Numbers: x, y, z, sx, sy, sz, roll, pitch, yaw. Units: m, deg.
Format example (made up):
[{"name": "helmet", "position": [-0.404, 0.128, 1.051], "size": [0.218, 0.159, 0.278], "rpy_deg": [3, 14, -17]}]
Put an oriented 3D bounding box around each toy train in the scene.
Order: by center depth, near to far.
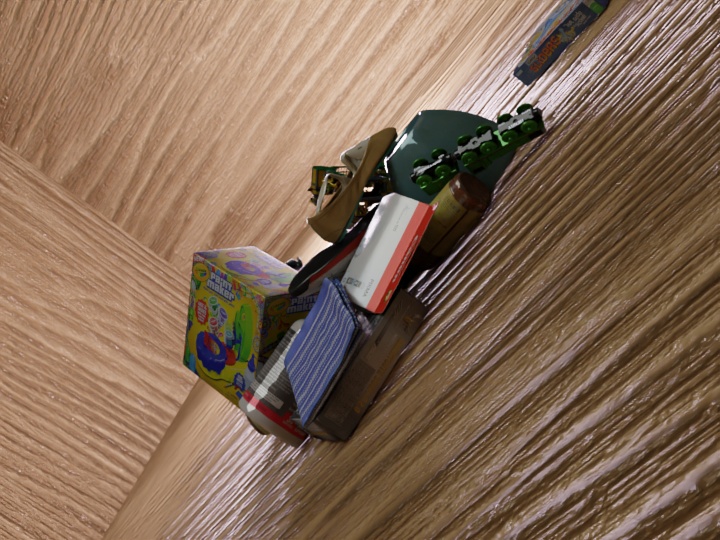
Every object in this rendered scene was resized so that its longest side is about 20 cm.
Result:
[{"name": "toy train", "position": [0.157, -0.157, 1.412], "size": [0.199, 0.056, 0.042], "rpy_deg": [-26, 55, 23]}]

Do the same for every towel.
[{"name": "towel", "position": [-0.053, 0.098, 1.366], "size": [0.146, 0.024, 0.200], "rpy_deg": [-61, 18, 11]}]

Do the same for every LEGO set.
[{"name": "LEGO set", "position": [0.015, -0.098, 1.666], "size": [0.199, 0.153, 0.117], "rpy_deg": [-11, -68, -46]}]

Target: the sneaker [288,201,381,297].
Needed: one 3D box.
[{"name": "sneaker", "position": [0.001, 0.000, 1.539], "size": [0.201, 0.108, 0.067], "rpy_deg": [-40, 21, -3]}]

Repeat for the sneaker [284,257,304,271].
[{"name": "sneaker", "position": [-0.166, 0.049, 1.778], "size": [0.199, 0.140, 0.078], "rpy_deg": [-36, 35, -1]}]

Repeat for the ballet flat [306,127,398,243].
[{"name": "ballet flat", "position": [-0.012, -0.135, 1.527], "size": [0.201, 0.063, 0.069], "rpy_deg": [-62, 12, -18]}]

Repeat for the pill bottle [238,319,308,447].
[{"name": "pill bottle", "position": [-0.075, 0.140, 1.520], "size": [0.201, 0.110, 0.111], "rpy_deg": [-55, 8, -4]}]

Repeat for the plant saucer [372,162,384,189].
[{"name": "plant saucer", "position": [0.108, -0.187, 1.819], "size": [0.199, 0.038, 0.200], "rpy_deg": [-33, -18, -12]}]

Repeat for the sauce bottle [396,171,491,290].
[{"name": "sauce bottle", "position": [0.096, -0.046, 1.452], "size": [0.200, 0.066, 0.066], "rpy_deg": [-47, 10, 32]}]

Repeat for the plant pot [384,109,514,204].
[{"name": "plant pot", "position": [0.115, -0.155, 1.549], "size": [0.201, 0.134, 0.200], "rpy_deg": [-53, 7, 10]}]

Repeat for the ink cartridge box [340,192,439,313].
[{"name": "ink cartridge box", "position": [0.030, -0.024, 1.400], "size": [0.161, 0.047, 0.200], "rpy_deg": [-63, 7, -5]}]

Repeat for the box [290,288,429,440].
[{"name": "box", "position": [-0.003, 0.124, 1.386], "size": [0.201, 0.048, 0.158], "rpy_deg": [-57, 9, -16]}]

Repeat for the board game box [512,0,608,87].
[{"name": "board game box", "position": [0.324, -0.390, 1.661], "size": [0.200, 0.034, 0.136], "rpy_deg": [-45, 12, 50]}]

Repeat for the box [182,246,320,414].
[{"name": "box", "position": [-0.165, 0.088, 1.643], "size": [0.199, 0.121, 0.195], "rpy_deg": [27, 115, 45]}]

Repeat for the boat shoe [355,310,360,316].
[{"name": "boat shoe", "position": [-0.054, 0.095, 1.727], "size": [0.200, 0.068, 0.072], "rpy_deg": [-50, 8, 48]}]

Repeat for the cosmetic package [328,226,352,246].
[{"name": "cosmetic package", "position": [0.004, -0.016, 1.690], "size": [0.082, 0.112, 0.200], "rpy_deg": [-58, 5, 19]}]

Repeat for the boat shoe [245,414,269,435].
[{"name": "boat shoe", "position": [-0.142, 0.207, 1.824], "size": [0.076, 0.072, 0.200], "rpy_deg": [-35, 15, 17]}]
